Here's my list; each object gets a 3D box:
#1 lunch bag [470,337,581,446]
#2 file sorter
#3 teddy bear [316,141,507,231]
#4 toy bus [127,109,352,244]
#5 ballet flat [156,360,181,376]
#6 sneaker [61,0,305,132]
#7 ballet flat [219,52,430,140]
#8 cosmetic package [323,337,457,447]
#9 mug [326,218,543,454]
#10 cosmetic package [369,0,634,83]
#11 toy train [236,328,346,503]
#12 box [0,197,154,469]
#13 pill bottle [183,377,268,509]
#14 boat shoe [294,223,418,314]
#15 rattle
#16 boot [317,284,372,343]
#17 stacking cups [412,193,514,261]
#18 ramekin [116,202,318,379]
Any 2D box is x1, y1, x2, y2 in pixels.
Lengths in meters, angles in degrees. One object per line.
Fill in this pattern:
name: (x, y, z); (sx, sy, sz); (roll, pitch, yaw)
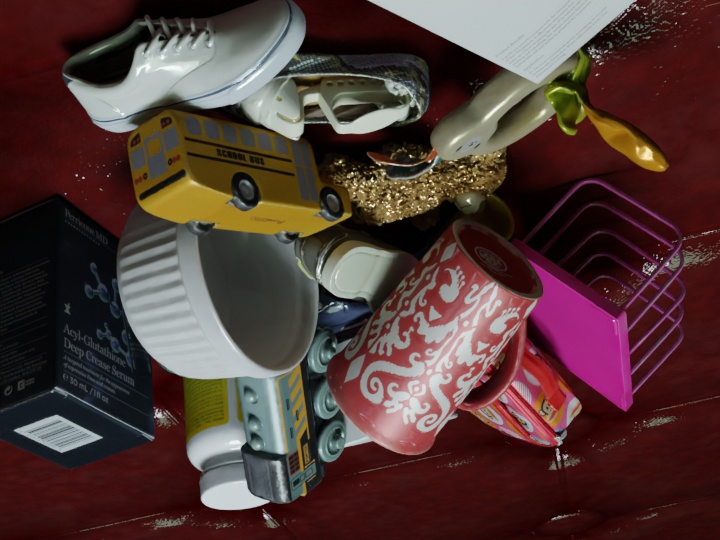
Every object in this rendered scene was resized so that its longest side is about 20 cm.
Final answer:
lunch bag: (0.154, 0.109, 1.203); (0.200, 0.082, 0.176); (46, 164, -22)
file sorter: (0.257, 0.022, 1.124); (0.125, 0.139, 0.201); (-44, 147, -13)
teddy bear: (0.041, -0.075, 1.009); (0.197, 0.068, 0.145); (-1, 151, -11)
toy bus: (-0.094, -0.074, 0.891); (0.065, 0.079, 0.199); (-24, 163, 35)
ballet flat: (-0.193, 0.062, 1.113); (0.070, 0.068, 0.199); (2, -172, -38)
sneaker: (-0.138, -0.162, 0.818); (0.198, 0.074, 0.071); (-20, 150, 19)
ballet flat: (-0.036, -0.142, 0.880); (0.197, 0.073, 0.072); (-3, 149, -8)
cosmetic package: (0.033, 0.134, 1.247); (0.080, 0.114, 0.200); (-22, 166, 20)
mug: (0.085, 0.058, 1.050); (0.177, 0.134, 0.201); (-8, 140, -55)
cosmetic package: (0.087, -0.224, 0.761); (0.198, 0.086, 0.107); (19, 139, -36)
toy train: (-0.075, 0.139, 1.105); (0.084, 0.114, 0.203); (10, 116, 34)
box: (-0.282, 0.063, 1.023); (0.106, 0.202, 0.148); (-20, 148, 18)
pill bottle: (-0.143, 0.159, 1.213); (0.111, 0.202, 0.113); (-6, 149, -3)
boat shoe: (0.002, -0.003, 1.059); (0.073, 0.060, 0.201); (-59, 154, 4)
rattle: (0.126, -0.090, 0.894); (0.199, 0.144, 0.130); (-33, -178, -11)
boot: (-0.075, 0.038, 1.169); (0.198, 0.073, 0.091); (-3, 149, -27)
stacking cups: (0.083, -0.012, 1.144); (0.060, 0.061, 0.200); (10, 149, -27)
ramekin: (-0.131, 0.004, 0.979); (0.104, 0.203, 0.200); (-13, 150, 26)
